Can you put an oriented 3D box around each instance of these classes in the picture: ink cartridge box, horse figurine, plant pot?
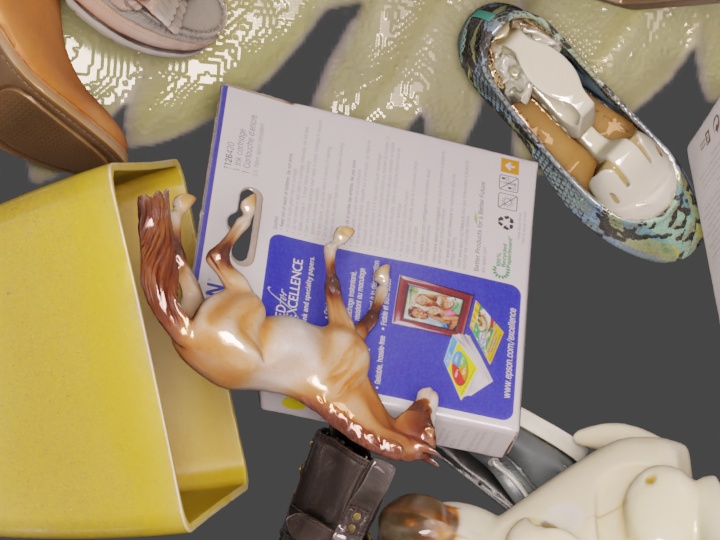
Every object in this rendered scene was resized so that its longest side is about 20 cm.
[{"bbox_3d":[0.000,0.000,1.620,0.199,0.047,0.198,12,55,-7],"label":"ink cartridge box"},{"bbox_3d":[-0.045,0.027,1.519,0.199,0.050,0.133,21,55,-26],"label":"horse figurine"},{"bbox_3d":[-0.182,0.055,1.580,0.176,0.200,0.201,-13,91,8],"label":"plant pot"}]

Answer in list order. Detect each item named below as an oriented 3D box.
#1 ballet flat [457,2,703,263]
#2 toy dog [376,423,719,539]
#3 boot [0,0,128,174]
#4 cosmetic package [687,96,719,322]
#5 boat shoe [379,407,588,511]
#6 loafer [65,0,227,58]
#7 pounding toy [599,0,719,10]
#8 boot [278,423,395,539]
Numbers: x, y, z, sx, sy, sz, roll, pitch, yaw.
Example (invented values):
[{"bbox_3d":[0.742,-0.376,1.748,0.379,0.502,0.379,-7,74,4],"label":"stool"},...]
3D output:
[{"bbox_3d":[0.136,-0.081,1.678,0.200,0.074,0.074,43,85,-6],"label":"ballet flat"},{"bbox_3d":[0.104,0.165,1.573,0.199,0.140,0.195,-11,55,-5],"label":"toy dog"},{"bbox_3d":[-0.194,-0.160,1.635,0.200,0.077,0.156,35,55,-23],"label":"boot"},{"bbox_3d":[0.265,-0.002,1.651,0.101,0.071,0.201,0,64,-14],"label":"cosmetic package"},{"bbox_3d":[0.039,0.089,1.662,0.199,0.073,0.062,27,82,-12],"label":"boat shoe"},{"bbox_3d":[-0.144,-0.184,1.598,0.200,0.063,0.072,30,52,-37],"label":"loafer"},{"bbox_3d":[0.122,-0.246,1.634,0.183,0.200,0.143,15,88,-22],"label":"pounding toy"},{"bbox_3d":[-0.037,0.172,1.592,0.069,0.200,0.175,22,84,-19],"label":"boot"}]
